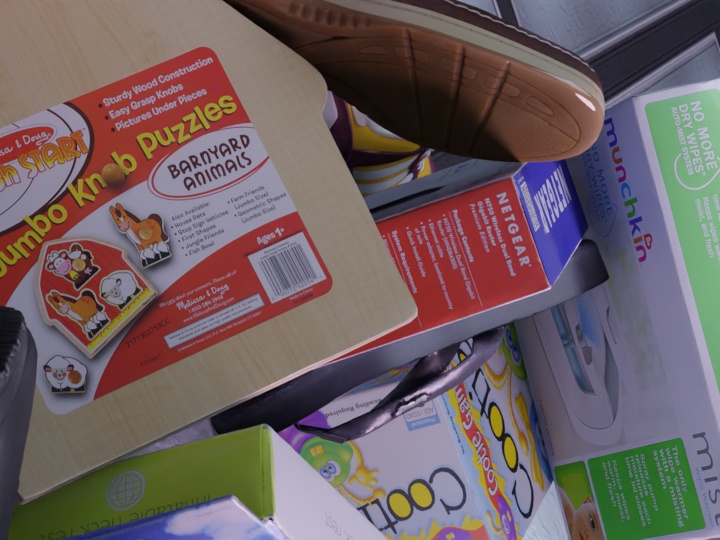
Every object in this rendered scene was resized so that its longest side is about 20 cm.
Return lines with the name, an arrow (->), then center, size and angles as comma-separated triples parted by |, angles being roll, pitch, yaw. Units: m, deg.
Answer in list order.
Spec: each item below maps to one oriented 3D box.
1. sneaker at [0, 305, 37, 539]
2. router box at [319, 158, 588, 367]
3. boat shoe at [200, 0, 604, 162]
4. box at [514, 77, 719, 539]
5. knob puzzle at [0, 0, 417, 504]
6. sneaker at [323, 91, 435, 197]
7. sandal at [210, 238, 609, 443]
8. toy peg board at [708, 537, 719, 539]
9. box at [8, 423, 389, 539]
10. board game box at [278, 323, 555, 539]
sneaker -> -0.151, 0.094, 0.925 | 0.200, 0.076, 0.091 | -73, 151, -45
router box -> 0.000, 0.000, 1.175 | 0.200, 0.179, 0.049 | -42, 113, -79
boat shoe -> 0.008, -0.106, 1.100 | 0.072, 0.199, 0.072 | 95, 15, -56
box -> 0.154, 0.024, 1.287 | 0.176, 0.096, 0.201 | 158, -80, -67
knob puzzle -> -0.100, -0.033, 1.043 | 0.030, 0.219, 0.221 | 137, -56, -65
sneaker -> 0.015, -0.070, 1.439 | 0.200, 0.090, 0.075 | 23, 53, -64
sandal -> 0.030, 0.038, 1.190 | 0.200, 0.076, 0.043 | -22, 94, -26
toy peg board -> 0.161, 0.258, 1.386 | 0.098, 0.200, 0.200 | 17, 56, -45
box -> -0.054, 0.124, 1.061 | 0.200, 0.121, 0.048 | 49, 32, -50
board game box -> 0.029, 0.075, 1.342 | 0.200, 0.104, 0.103 | -50, 121, -67
